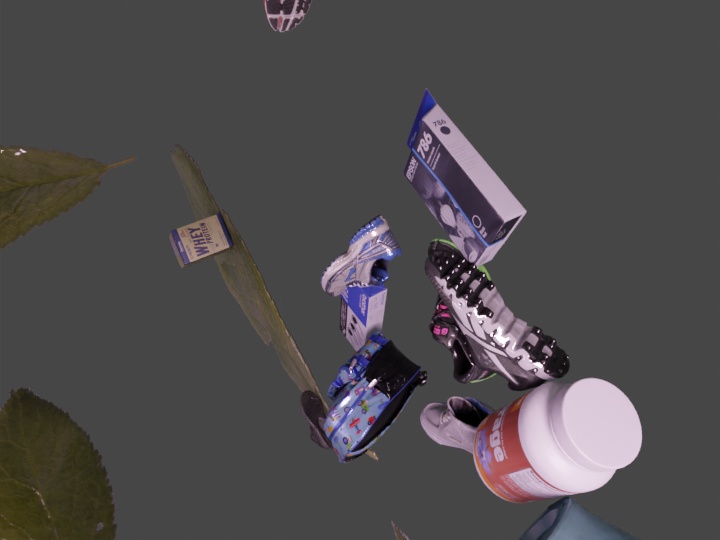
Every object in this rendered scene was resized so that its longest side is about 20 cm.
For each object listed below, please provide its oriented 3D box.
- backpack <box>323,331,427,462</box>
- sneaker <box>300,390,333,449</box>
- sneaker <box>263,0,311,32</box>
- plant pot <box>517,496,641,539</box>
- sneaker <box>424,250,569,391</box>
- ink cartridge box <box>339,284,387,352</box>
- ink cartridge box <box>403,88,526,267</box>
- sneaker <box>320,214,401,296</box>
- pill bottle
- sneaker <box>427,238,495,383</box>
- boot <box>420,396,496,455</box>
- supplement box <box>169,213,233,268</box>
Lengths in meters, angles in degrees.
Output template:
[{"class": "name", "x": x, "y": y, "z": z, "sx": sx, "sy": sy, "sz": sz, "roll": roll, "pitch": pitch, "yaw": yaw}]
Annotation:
[{"class": "backpack", "x": 0.004, "y": 0.238, "z": 0.939, "sx": 0.134, "sy": 0.200, "sz": 0.183, "roll": 40, "pitch": 152, "yaw": 10}, {"class": "sneaker", "x": -0.148, "y": 0.494, "z": 1.694, "sx": 0.201, "sy": 0.076, "sz": 0.114, "roll": 58, "pitch": 150, "yaw": 7}, {"class": "sneaker", "x": -0.115, "y": -0.460, "z": 0.753, "sx": 0.085, "sy": 0.076, "sz": 0.203, "roll": 46, "pitch": 140, "yaw": 49}, {"class": "plant pot", "x": 0.236, "y": 0.346, "z": 0.510, "sx": 0.188, "sy": 0.199, "sz": 0.201, "roll": 42, "pitch": 149, "yaw": 22}, {"class": "sneaker", "x": 0.140, "y": 0.067, "z": 0.608, "sx": 0.200, "sy": 0.066, "sz": 0.091, "roll": 44, "pitch": 134, "yaw": 10}, {"class": "ink cartridge box", "x": 0.002, "y": 0.079, "z": 1.019, "sx": 0.094, "sy": 0.044, "sz": 0.202, "roll": 49, "pitch": 151, "yaw": 32}, {"class": "ink cartridge box", "x": 0.107, "y": -0.111, "z": 0.621, "sx": 0.201, "sy": 0.039, "sz": 0.100, "roll": 58, "pitch": 156, "yaw": 22}, {"class": "sneaker", "x": 0.000, "y": 0.000, "z": 0.875, "sx": 0.085, "sy": 0.077, "sz": 0.200, "roll": 49, "pitch": 137, "yaw": 8}, {"class": "pill bottle", "x": 0.211, "y": 0.190, "z": 0.578, "sx": 0.113, "sy": 0.111, "sz": 0.201, "roll": 58, "pitch": 155, "yaw": 19}, {"class": "sneaker", "x": 0.128, "y": 0.056, "z": 0.669, "sx": 0.076, "sy": 0.083, "sz": 0.203, "roll": -2, "pitch": 110, "yaw": 65}, {"class": "boot", "x": 0.151, "y": 0.219, "z": 0.775, "sx": 0.199, "sy": 0.073, "sz": 0.096, "roll": 9, "pitch": 134, "yaw": 54}, {"class": "supplement box", "x": -0.623, "y": -0.112, "z": 2.015, "sx": 0.136, "sy": 0.198, "sz": 0.199, "roll": 67, "pitch": 158, "yaw": -5}]
